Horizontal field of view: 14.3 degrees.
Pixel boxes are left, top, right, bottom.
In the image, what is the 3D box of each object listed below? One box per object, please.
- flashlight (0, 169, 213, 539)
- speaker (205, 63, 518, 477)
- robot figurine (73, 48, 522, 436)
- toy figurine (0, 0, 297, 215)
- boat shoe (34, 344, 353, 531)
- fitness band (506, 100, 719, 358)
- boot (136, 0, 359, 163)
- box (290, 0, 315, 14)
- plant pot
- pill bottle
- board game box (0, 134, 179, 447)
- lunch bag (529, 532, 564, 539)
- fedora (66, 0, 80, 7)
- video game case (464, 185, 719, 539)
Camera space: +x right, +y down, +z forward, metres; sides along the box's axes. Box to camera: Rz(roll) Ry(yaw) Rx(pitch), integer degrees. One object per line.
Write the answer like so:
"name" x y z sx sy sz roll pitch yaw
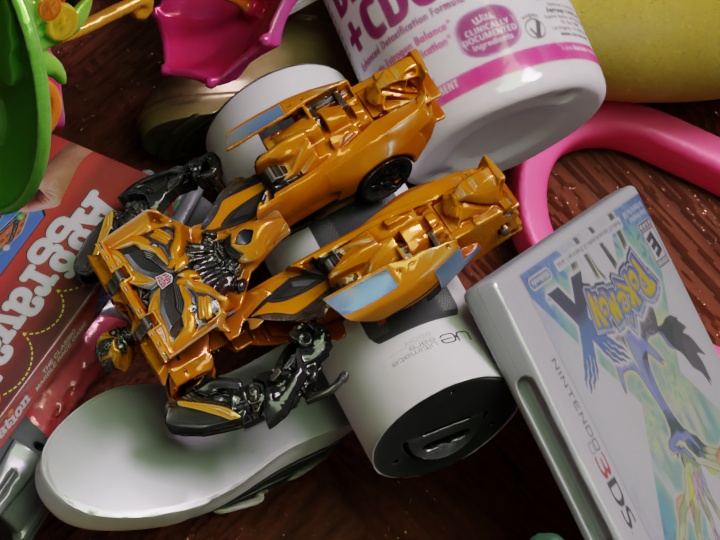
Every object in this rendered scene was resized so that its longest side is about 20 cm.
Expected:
"flashlight" -0.131 0.045 1.375 0.068 0.068 0.200 44 58 -23
"speaker" 0.000 0.000 1.381 0.081 0.081 0.200 -13 58 -26
"robot figurine" -0.036 -0.014 1.313 0.199 0.058 0.145 -30 62 -8
"toy figurine" -0.110 -0.144 1.317 0.184 0.201 0.150 -21 40 -32
"boat shoe" -0.074 0.089 1.362 0.199 0.064 0.071 -16 62 -39
"fitness band" 0.169 -0.012 1.535 0.199 0.037 0.144 25 61 -12
"boot" -0.062 -0.161 1.496 0.174 0.066 0.201 -8 70 -32
"box" -0.085 -0.207 1.460 0.041 0.039 0.200 -27 59 -10
"plant pot" 0.147 -0.168 1.521 0.141 0.200 0.201 -24 78 -10
"pill bottle" 0.034 -0.153 1.435 0.113 0.113 0.201 -15 72 -26
"board game box" -0.182 0.020 1.352 0.103 0.019 0.200 23 63 23
"lunch bag" 0.088 0.255 1.341 0.200 0.122 0.170 48 57 -6
"fedora" -0.197 -0.177 1.411 0.200 0.201 0.092 9 96 -18
"video game case" 0.134 0.064 1.397 0.183 0.022 0.200 63 28 -2
